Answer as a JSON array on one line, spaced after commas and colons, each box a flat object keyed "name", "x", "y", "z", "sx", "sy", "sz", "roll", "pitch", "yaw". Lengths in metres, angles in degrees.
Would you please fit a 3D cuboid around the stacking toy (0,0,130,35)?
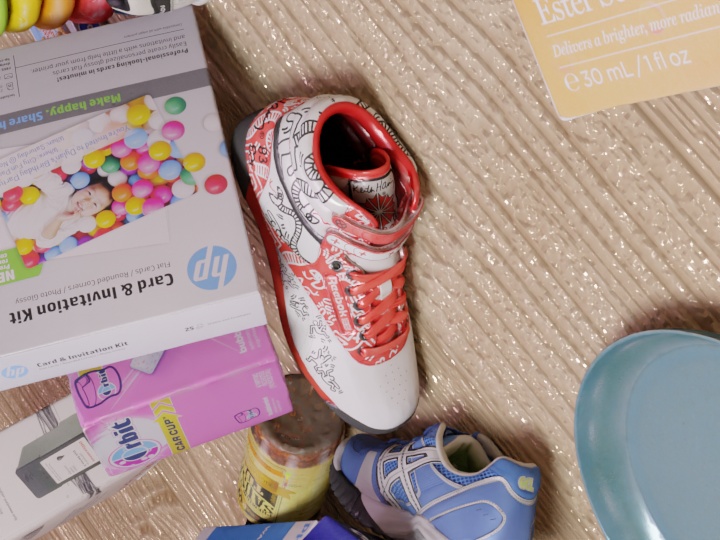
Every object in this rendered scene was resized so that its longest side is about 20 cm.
[{"name": "stacking toy", "x": -0.231, "y": -0.174, "z": 0.884, "sx": 0.116, "sy": 0.199, "sz": 0.111, "roll": 24, "pitch": 135, "yaw": 44}]

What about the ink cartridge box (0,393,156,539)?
[{"name": "ink cartridge box", "x": -0.272, "y": 0.174, "z": 1.252, "sx": 0.085, "sy": 0.199, "sz": 0.145, "roll": 59, "pitch": 150, "yaw": 5}]

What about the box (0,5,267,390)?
[{"name": "box", "x": -0.148, "y": -0.045, "z": 0.843, "sx": 0.041, "sy": 0.154, "sz": 0.202, "roll": 83, "pitch": 173, "yaw": -62}]

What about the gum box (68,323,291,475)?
[{"name": "gum box", "x": -0.126, "y": 0.004, "z": 0.889, "sx": 0.066, "sy": 0.112, "sz": 0.201, "roll": 79, "pitch": 171, "yaw": -57}]

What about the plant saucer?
[{"name": "plant saucer", "x": 0.180, "y": 0.111, "z": 0.686, "sx": 0.200, "sy": 0.027, "sz": 0.202, "roll": 38, "pitch": 144, "yaw": 34}]

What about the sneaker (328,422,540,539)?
[{"name": "sneaker", "x": 0.047, "y": 0.126, "z": 0.874, "sx": 0.199, "sy": 0.075, "sz": 0.078, "roll": 21, "pitch": 93, "yaw": 60}]

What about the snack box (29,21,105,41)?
[{"name": "snack box", "x": -0.185, "y": -0.136, "z": 1.023, "sx": 0.072, "sy": 0.024, "sz": 0.202, "roll": -18, "pitch": 100, "yaw": 60}]

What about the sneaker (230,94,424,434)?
[{"name": "sneaker", "x": -0.001, "y": 0.000, "z": 0.821, "sx": 0.108, "sy": 0.067, "sz": 0.203, "roll": -6, "pitch": 109, "yaw": 60}]

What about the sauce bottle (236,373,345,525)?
[{"name": "sauce bottle", "x": -0.052, "y": 0.145, "z": 1.026, "sx": 0.066, "sy": 0.066, "sz": 0.201, "roll": 46, "pitch": 150, "yaw": 22}]

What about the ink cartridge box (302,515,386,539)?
[{"name": "ink cartridge box", "x": 0.034, "y": 0.190, "z": 0.849, "sx": 0.099, "sy": 0.039, "sz": 0.199, "roll": 32, "pitch": -179, "yaw": 39}]

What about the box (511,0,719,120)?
[{"name": "box", "x": 0.108, "y": -0.167, "z": 0.472, "sx": 0.152, "sy": 0.106, "sz": 0.202, "roll": -7, "pitch": 111, "yaw": 58}]

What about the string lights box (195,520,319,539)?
[{"name": "string lights box", "x": -0.049, "y": 0.223, "z": 1.009, "sx": 0.103, "sy": 0.059, "sz": 0.200, "roll": 42, "pitch": 155, "yaw": -13}]

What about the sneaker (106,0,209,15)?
[{"name": "sneaker", "x": -0.128, "y": -0.233, "z": 0.792, "sx": 0.075, "sy": 0.087, "sz": 0.202, "roll": -1, "pitch": 114, "yaw": 58}]
